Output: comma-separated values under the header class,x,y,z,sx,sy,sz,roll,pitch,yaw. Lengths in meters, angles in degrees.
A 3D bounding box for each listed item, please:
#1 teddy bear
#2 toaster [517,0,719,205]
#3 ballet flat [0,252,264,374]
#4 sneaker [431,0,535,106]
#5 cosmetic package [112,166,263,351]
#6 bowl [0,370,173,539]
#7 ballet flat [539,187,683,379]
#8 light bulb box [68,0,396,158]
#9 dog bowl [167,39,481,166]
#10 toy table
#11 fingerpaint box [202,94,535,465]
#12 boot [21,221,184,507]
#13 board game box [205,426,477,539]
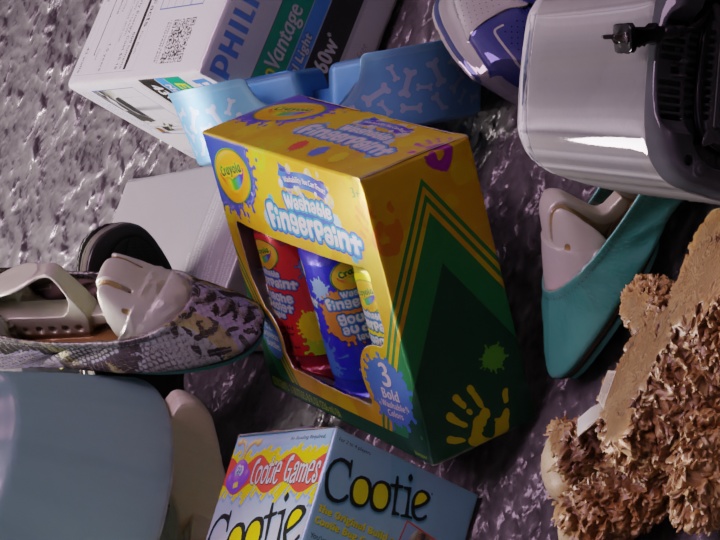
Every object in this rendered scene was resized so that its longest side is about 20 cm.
class,x,y,z,sx,sy,sz,roll,pitch,yaw
teddy bear,0.153,0.066,1.160,0.201,0.066,0.145,-62,20,14
toaster,0.162,-0.086,1.123,0.129,0.199,0.114,5,92,58
ballet flat,-0.155,0.024,1.404,0.199,0.072,0.072,-2,61,23
sneaker,0.104,-0.192,1.412,0.115,0.080,0.200,-46,32,31
cosmetic package,-0.093,-0.007,1.571,0.200,0.090,0.107,-5,62,59
bowl,-0.204,0.138,1.378,0.201,0.105,0.202,-38,39,38
ballet flat,0.134,-0.040,1.250,0.201,0.070,0.067,-57,17,10
light bulb box,-0.076,-0.190,1.648,0.200,0.124,0.199,3,69,57
dog bowl,-0.018,-0.103,1.461,0.199,0.111,0.050,-10,94,14
toy table,-0.106,0.167,1.420,0.184,0.117,0.201,24,88,60
fingerpaint box,0.000,0.000,1.336,0.200,0.073,0.168,21,129,60
boot,-0.174,0.052,1.548,0.153,0.073,0.205,23,130,50
board game box,-0.030,0.198,1.288,0.103,0.105,0.201,-9,58,55
